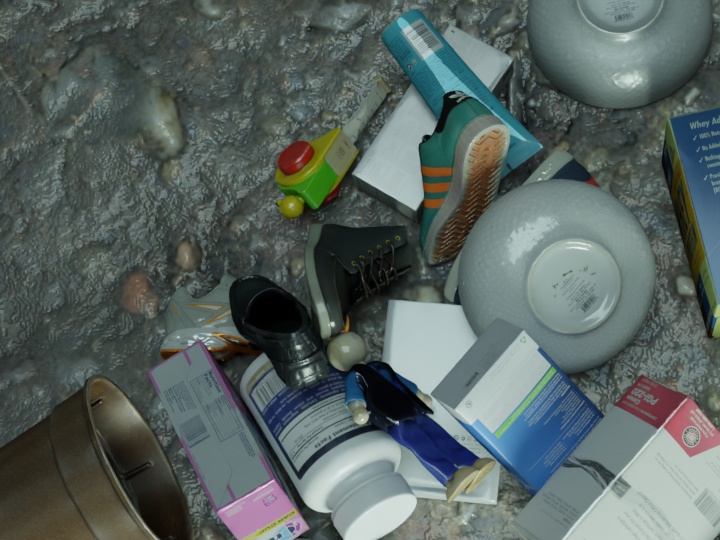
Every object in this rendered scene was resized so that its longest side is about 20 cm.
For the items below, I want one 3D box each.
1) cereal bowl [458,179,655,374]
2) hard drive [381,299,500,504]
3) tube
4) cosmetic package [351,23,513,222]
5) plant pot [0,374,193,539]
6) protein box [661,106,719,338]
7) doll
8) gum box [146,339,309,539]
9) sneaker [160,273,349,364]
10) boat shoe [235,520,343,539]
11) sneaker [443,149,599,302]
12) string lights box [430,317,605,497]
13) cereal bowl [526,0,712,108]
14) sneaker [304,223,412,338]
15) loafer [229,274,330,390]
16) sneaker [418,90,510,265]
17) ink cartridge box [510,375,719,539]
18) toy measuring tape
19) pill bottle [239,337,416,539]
[{"bbox_3d":[0.202,0.009,1.682,0.200,0.083,0.200,-1,96,-8],"label":"cereal bowl"},{"bbox_3d":[0.083,0.134,1.734,0.132,0.026,0.200,4,74,9],"label":"hard drive"},{"bbox_3d":[0.100,-0.183,1.765,0.077,0.050,0.200,-39,79,14],"label":"tube"},{"bbox_3d":[0.079,-0.158,1.808,0.083,0.051,0.200,31,80,11],"label":"cosmetic package"},{"bbox_3d":[-0.302,0.236,1.676,0.198,0.200,0.200,-28,72,6],"label":"plant pot"},{"bbox_3d":[0.424,-0.061,1.691,0.198,0.135,0.200,-13,72,4],"label":"protein box"},{"bbox_3d":[0.040,0.136,1.641,0.200,0.136,0.048,44,114,17],"label":"doll"},{"bbox_3d":[-0.134,0.173,1.677,0.066,0.114,0.200,-30,53,-2],"label":"gum box"},{"bbox_3d":[-0.112,0.043,1.764,0.200,0.076,0.092,-5,69,5],"label":"sneaker"},{"bbox_3d":[-0.032,0.281,1.681,0.200,0.073,0.065,3,79,8],"label":"boat shoe"},{"bbox_3d":[0.174,-0.030,1.748,0.085,0.075,0.200,42,86,12],"label":"sneaker"},{"bbox_3d":[0.173,0.151,1.640,0.103,0.059,0.200,-48,115,-8],"label":"string lights box"},{"bbox_3d":[0.277,-0.278,1.803,0.200,0.083,0.200,-2,73,6],"label":"cereal bowl"},{"bbox_3d":[0.000,0.000,1.711,0.106,0.200,0.075,-5,117,3],"label":"sneaker"},{"bbox_3d":[-0.084,0.044,1.652,0.068,0.070,0.201,-22,29,-12],"label":"loafer"},{"bbox_3d":[0.095,-0.097,1.733,0.071,0.200,0.080,-13,49,-30],"label":"sneaker"},{"bbox_3d":[0.264,0.225,1.618,0.200,0.085,0.146,-48,118,-9],"label":"ink cartridge box"},{"bbox_3d":[-0.038,-0.132,1.817,0.074,0.074,0.200,24,61,13],"label":"toy measuring tape"},{"bbox_3d":[-0.028,0.169,1.678,0.111,0.111,0.200,-32,62,-3],"label":"pill bottle"}]
